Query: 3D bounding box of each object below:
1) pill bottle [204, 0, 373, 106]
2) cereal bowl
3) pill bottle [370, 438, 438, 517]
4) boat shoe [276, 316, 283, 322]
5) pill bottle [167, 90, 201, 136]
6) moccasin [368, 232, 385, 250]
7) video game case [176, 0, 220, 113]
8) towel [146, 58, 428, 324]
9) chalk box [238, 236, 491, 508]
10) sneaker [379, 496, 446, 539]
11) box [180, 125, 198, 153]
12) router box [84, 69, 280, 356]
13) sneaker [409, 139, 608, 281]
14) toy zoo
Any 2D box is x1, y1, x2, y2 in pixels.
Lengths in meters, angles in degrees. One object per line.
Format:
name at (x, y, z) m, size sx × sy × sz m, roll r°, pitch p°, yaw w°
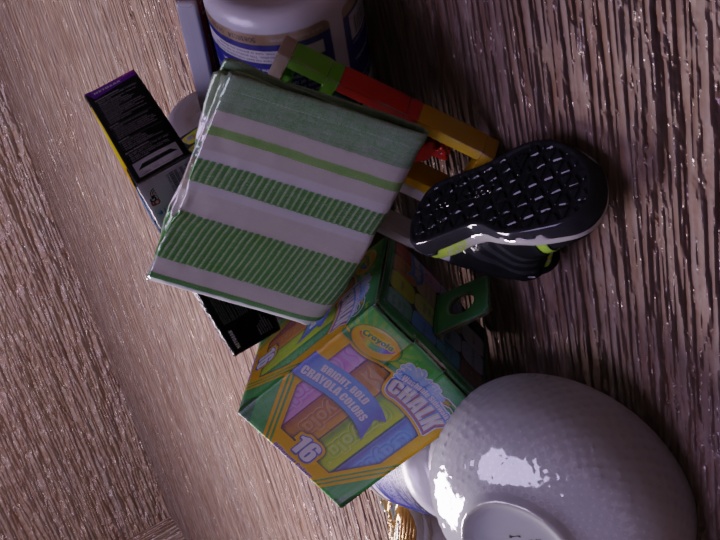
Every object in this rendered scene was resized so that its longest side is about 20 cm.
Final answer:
pill bottle at (-0.048, -0.154, 1.005) m, size 0.116 × 0.115 × 0.200 m, roll 49°, pitch 160°, yaw 37°
cereal bowl at (0.131, 0.176, 0.917) m, size 0.199 × 0.083 × 0.201 m, roll 20°, pitch 129°, yaw 27°
pill bottle at (0.075, 0.156, 1.117) m, size 0.116 × 0.115 × 0.200 m, roll 65°, pitch 162°, yaw -5°
boat shoe at (-0.083, -0.029, 1.211) m, size 0.072 × 0.060 × 0.202 m, roll -58°, pitch 33°, yaw 39°
pill bottle at (-0.137, -0.090, 1.373) m, size 0.111 × 0.110 × 0.201 m, roll 49°, pitch 157°, yaw 37°
moccasin at (0.001, 0.000, 1.123) m, size 0.073 × 0.078 × 0.202 m, roll -13°, pitch 120°, yaw 35°
video game case at (-0.108, -0.217, 1.076) m, size 0.201 × 0.017 × 0.143 m, roll -78°, pitch -14°, yaw -45°
towel at (-0.060, -0.048, 0.930) m, size 0.023 × 0.152 × 0.200 m, roll -89°, pitch 21°, yaw -50°
chalk box at (0.020, 0.066, 1.030) m, size 0.124 × 0.200 × 0.125 m, roll 44°, pitch -158°, yaw -15°
sneaker at (0.067, 0.220, 1.297) m, size 0.200 × 0.087 × 0.076 m, roll -103°, pitch 17°, yaw -67°
box at (-0.093, -0.046, 1.079) m, size 0.110 × 0.035 × 0.200 m, roll 60°, pitch 173°, yaw -30°
router box at (-0.144, -0.046, 1.054) m, size 0.149 × 0.051 × 0.200 m, roll 53°, pitch 170°, yaw 47°
sneaker at (0.114, -0.034, 0.870) m, size 0.083 × 0.072 × 0.200 m, roll 29°, pitch 165°, yaw -25°
toy zoo at (0.013, -0.080, 0.944) m, size 0.199 × 0.021 × 0.131 m, roll 25°, pitch 143°, yaw -6°
